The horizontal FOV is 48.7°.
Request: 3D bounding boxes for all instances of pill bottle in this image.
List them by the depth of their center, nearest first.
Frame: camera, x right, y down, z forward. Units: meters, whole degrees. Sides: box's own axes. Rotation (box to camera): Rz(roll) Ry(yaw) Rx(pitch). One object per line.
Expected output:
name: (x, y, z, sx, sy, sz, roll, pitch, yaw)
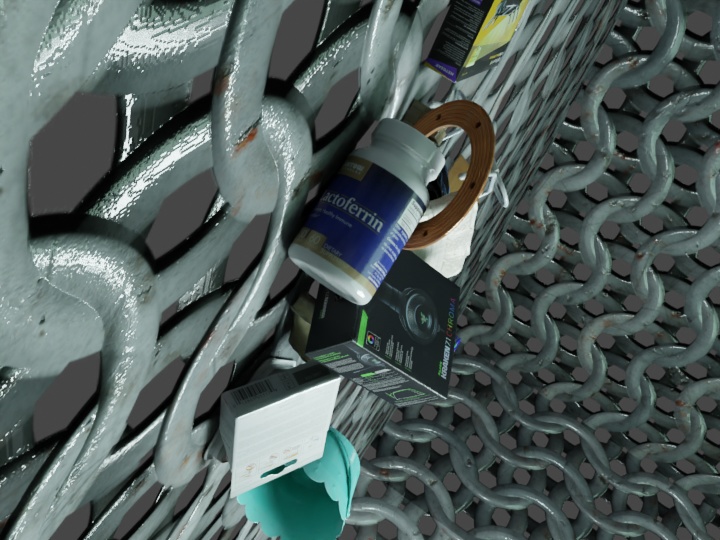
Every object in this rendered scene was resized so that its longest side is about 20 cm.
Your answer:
pill bottle: (0.011, -0.071, 0.943, 0.201, 0.115, 0.116, -58, 168, -8)

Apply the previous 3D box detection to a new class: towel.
towel: (0.094, -0.033, 1.136, 0.131, 0.035, 0.201, -19, 150, -11)

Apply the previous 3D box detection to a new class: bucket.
bucket: (-0.102, 0.373, 1.412, 0.209, 0.205, 0.135, -66, 175, 35)

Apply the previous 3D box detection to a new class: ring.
ring: (0.093, -0.118, 0.990, 0.019, 0.200, 0.202, 25, 100, -35)

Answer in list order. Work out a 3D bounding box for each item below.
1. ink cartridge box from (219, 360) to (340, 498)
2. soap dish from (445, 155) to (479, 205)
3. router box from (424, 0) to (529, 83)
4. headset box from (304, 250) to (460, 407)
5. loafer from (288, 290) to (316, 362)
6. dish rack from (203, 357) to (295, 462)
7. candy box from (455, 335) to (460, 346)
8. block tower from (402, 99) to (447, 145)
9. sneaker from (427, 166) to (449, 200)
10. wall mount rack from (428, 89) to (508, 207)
ink cartridge box: (-0.118, 0.221, 1.120, 0.161, 0.057, 0.201, -18, 145, -28)
soap dish: (0.167, -0.118, 1.541, 0.158, 0.081, 0.200, -57, 167, -6)
router box: (0.170, -0.343, 1.056, 0.200, 0.052, 0.158, -39, 158, -57)
headset box: (0.030, 0.061, 1.059, 0.092, 0.199, 0.176, -20, -133, 42)
loafer: (-0.066, 0.092, 1.134, 0.068, 0.075, 0.200, -49, 162, -13)
dish rack: (-0.148, 0.216, 1.198, 0.173, 0.043, 0.200, -58, 169, -2)
candy box: (0.065, 0.127, 1.455, 0.078, 0.199, 0.169, -64, 167, 25)
block tower: (0.049, -0.129, 1.097, 0.201, 0.058, 0.054, -58, 167, 4)
sneaker: (0.104, -0.121, 1.216, 0.078, 0.069, 0.202, 101, 1, -49)
wall mount rack: (0.160, -0.184, 1.216, 0.074, 0.202, 0.174, -22, 169, 2)
